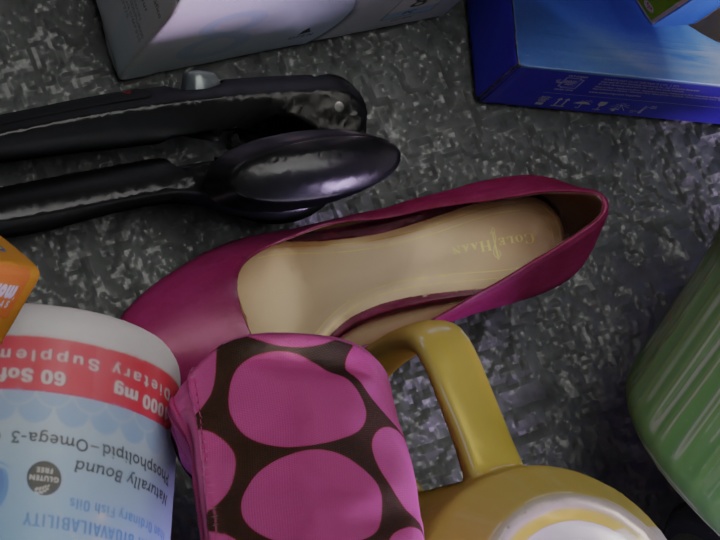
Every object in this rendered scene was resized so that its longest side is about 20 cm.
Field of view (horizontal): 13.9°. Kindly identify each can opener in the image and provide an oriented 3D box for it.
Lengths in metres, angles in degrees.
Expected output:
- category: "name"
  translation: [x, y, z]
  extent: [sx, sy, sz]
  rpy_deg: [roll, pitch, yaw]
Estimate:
- category: "can opener"
  translation: [-0.087, -0.047, 1.172]
  extent: [0.199, 0.079, 0.064]
  rpy_deg: [-4, 81, -16]

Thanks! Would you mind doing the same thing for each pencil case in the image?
- category: "pencil case"
  translation: [-0.021, 0.106, 1.011]
  extent: [0.093, 0.091, 0.200]
  rpy_deg: [6, 36, -13]

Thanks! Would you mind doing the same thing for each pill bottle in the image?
- category: "pill bottle"
  translation: [-0.124, 0.121, 1.064]
  extent: [0.108, 0.109, 0.201]
  rpy_deg: [11, 67, -21]

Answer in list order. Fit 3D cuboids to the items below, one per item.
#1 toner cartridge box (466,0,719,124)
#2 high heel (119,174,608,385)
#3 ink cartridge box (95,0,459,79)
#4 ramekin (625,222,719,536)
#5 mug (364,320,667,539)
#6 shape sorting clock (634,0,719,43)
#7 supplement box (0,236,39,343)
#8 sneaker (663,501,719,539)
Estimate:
- category: "toner cartridge box"
  translation: [0.145, -0.117, 1.312]
  extent: [0.199, 0.043, 0.095]
  rpy_deg: [3, 70, -24]
- category: "high heel"
  translation: [0.000, 0.000, 1.172]
  extent: [0.200, 0.096, 0.068]
  rpy_deg: [-19, 82, -29]
- category: "ink cartridge box"
  translation: [0.001, -0.141, 1.164]
  extent: [0.160, 0.200, 0.047]
  rpy_deg: [-13, 80, -27]
- category: "ramekin"
  translation: [0.203, 0.064, 1.191]
  extent: [0.200, 0.098, 0.200]
  rpy_deg: [33, 19, -13]
- category: "mug"
  translation: [0.037, 0.130, 1.109]
  extent: [0.187, 0.153, 0.149]
  rpy_deg: [44, 60, -3]
- category: "shape sorting clock"
  translation: [0.121, -0.172, 1.183]
  extent: [0.039, 0.200, 0.200]
  rpy_deg: [-33, 87, -17]
- category: "supplement box"
  translation: [-0.192, 0.066, 1.014]
  extent: [0.069, 0.067, 0.200]
  rpy_deg: [30, 96, 17]
- category: "sneaker"
  translation: [0.164, 0.188, 1.195]
  extent: [0.081, 0.074, 0.200]
  rpy_deg: [-16, 76, -24]
